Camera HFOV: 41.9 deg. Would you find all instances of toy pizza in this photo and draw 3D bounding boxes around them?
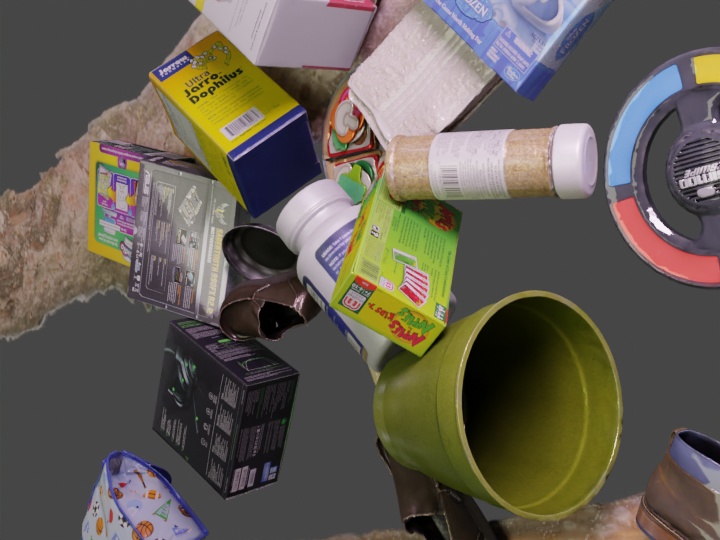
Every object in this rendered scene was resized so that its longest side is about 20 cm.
[{"bbox_3d":[0.018,-0.139,1.068,0.199,0.032,0.203,8,102,44],"label":"toy pizza"}]

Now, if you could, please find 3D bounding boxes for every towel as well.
[{"bbox_3d":[0.077,-0.212,0.974,0.200,0.034,0.133,-45,65,27],"label":"towel"}]

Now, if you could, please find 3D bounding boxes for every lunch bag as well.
[{"bbox_3d":[-0.344,0.398,1.447,0.200,0.123,0.171,41,124,24],"label":"lunch bag"}]

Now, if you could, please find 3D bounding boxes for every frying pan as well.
[{"bbox_3d":[-0.117,-0.043,1.161,0.114,0.031,0.191,18,140,7],"label":"frying pan"}]

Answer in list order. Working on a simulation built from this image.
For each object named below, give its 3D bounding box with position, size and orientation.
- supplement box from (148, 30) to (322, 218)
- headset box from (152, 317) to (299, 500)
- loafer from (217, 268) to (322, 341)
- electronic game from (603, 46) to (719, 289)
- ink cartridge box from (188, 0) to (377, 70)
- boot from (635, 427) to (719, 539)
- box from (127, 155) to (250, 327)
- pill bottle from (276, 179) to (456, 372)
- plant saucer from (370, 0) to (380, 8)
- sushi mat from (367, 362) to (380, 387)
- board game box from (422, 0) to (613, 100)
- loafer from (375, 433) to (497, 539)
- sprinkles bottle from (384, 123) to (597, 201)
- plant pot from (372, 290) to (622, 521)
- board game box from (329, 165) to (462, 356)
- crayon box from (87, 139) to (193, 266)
[{"bbox_3d":[-0.153,-0.182,1.153,0.200,0.109,0.109,45,163,31],"label":"supplement box"},{"bbox_3d":[-0.192,0.176,1.280,0.199,0.092,0.176,30,116,39],"label":"headset box"},{"bbox_3d":[-0.122,0.052,1.190,0.199,0.071,0.073,-24,117,44],"label":"loafer"},{"bbox_3d":[0.294,-0.085,0.790,0.199,0.041,0.203,8,101,44],"label":"electronic game"},{"bbox_3d":[-0.103,-0.309,1.041,0.200,0.144,0.084,47,127,30],"label":"ink cartridge box"},{"bbox_3d":[0.323,0.213,0.779,0.199,0.074,0.098,26,117,42],"label":"boot"},{"bbox_3d":[-0.234,-0.041,1.285,0.157,0.048,0.202,15,108,18],"label":"box"},{"bbox_3d":[0.000,0.000,1.030,0.200,0.119,0.120,50,127,20],"label":"pill bottle"},{"bbox_3d":[-0.035,-0.350,1.091,0.199,0.034,0.203,7,99,44],"label":"plant saucer"},{"bbox_3d":[0.036,0.092,1.096,0.095,0.012,0.202,-33,72,42],"label":"sushi mat"},{"bbox_3d":[0.154,-0.301,0.875,0.200,0.043,0.200,-51,60,22],"label":"board game box"},{"bbox_3d":[0.074,0.246,1.020,0.201,0.071,0.073,53,135,24],"label":"loafer"},{"bbox_3d":[0.123,-0.102,0.903,0.198,0.068,0.069,1,97,28],"label":"sprinkles bottle"},{"bbox_3d":[0.113,0.131,0.914,0.192,0.199,0.203,-13,86,56],"label":"plant pot"},{"bbox_3d":[0.040,-0.015,0.933,0.101,0.201,0.048,30,125,-10],"label":"board game box"},{"bbox_3d":[-0.333,-0.095,1.410,0.199,0.058,0.175,18,109,41],"label":"crayon box"}]
